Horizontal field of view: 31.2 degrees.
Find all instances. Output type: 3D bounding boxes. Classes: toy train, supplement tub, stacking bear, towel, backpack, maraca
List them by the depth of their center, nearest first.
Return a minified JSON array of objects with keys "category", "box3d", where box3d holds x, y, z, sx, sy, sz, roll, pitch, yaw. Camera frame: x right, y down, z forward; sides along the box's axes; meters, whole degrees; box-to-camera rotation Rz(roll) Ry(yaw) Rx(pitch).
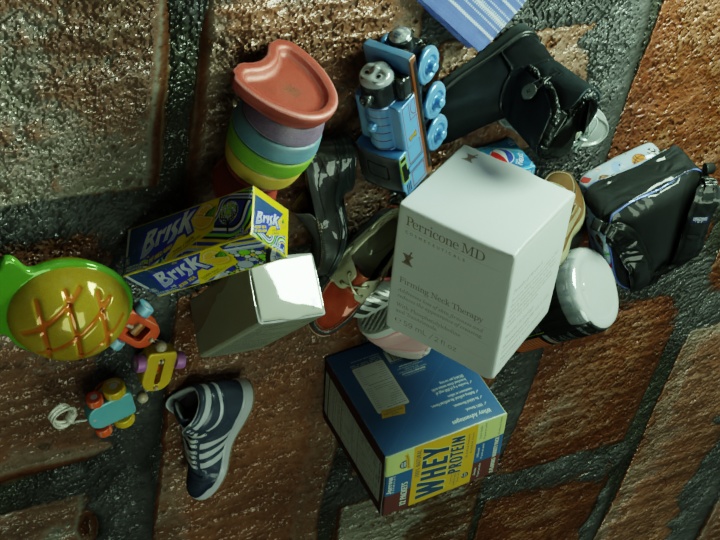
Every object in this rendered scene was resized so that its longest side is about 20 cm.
[{"category":"stacking bear","box3d":[-0.111,-0.141,1.476,0.121,0.113,0.201,-45,170,-48]},{"category":"maraca","box3d":[-0.357,0.041,1.484,0.198,0.107,0.138,12,117,-35]},{"category":"towel","box3d":[0.162,-0.365,1.519,0.200,0.024,0.144,-48,136,12]},{"category":"toy train","box3d":[0.045,-0.189,1.531,0.115,0.086,0.201,-51,149,-29]},{"category":"toy train","box3d":[-0.310,0.119,1.638,0.201,0.056,0.150,-50,137,12]},{"category":"supplement tub","box3d":[0.260,0.048,1.856,0.198,0.124,0.122,-18,155,41]},{"category":"backpack","box3d":[0.407,-0.074,1.873,0.198,0.155,0.192,-22,131,-6]}]

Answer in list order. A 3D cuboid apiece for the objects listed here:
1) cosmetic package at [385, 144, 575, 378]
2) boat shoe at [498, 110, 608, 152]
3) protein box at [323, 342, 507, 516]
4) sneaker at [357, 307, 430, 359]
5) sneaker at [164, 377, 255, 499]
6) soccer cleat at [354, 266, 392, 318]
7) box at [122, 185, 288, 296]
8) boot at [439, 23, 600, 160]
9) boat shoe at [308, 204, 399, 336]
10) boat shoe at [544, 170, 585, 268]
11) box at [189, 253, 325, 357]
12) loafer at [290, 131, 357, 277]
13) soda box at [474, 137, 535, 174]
[{"category":"cosmetic package","box3d":[0.148,-0.013,1.622,0.166,0.166,0.202,-42,148,-42]},{"category":"boat shoe","box3d":[0.262,-0.193,1.719,0.200,0.065,0.075,10,123,-41]},{"category":"protein box","box3d":[0.075,0.210,1.878,0.196,0.201,0.136,-17,138,-20]},{"category":"sneaker","box3d":[0.102,0.065,1.832,0.198,0.076,0.105,-18,145,14]},{"category":"sneaker","box3d":[-0.229,0.234,1.789,0.108,0.070,0.202,3,121,-43]},{"category":"soccer cleat","box3d":[0.022,0.024,1.769,0.197,0.069,0.086,-16,146,-17]},{"category":"box","box3d":[-0.181,-0.031,1.494,0.198,0.065,0.070,-17,149,31]},{"category":"boot","box3d":[0.180,-0.191,1.583,0.200,0.169,0.076,-41,140,8]},{"category":"boat shoe","box3d":[0.000,0.000,1.681,0.071,0.063,0.201,39,83,-15]},{"category":"boat shoe","box3d":[0.263,-0.082,1.745,0.074,0.201,0.075,2,127,15]},{"category":"box","box3d":[-0.130,0.045,1.590,0.094,0.079,0.199,-6,168,-31]},{"category":"loafer","box3d":[-0.054,-0.080,1.613,0.071,0.073,0.202,-6,123,-18]},{"category":"soda box","box3d":[0.185,-0.078,1.775,0.063,0.068,0.202,-17,137,-20]}]
